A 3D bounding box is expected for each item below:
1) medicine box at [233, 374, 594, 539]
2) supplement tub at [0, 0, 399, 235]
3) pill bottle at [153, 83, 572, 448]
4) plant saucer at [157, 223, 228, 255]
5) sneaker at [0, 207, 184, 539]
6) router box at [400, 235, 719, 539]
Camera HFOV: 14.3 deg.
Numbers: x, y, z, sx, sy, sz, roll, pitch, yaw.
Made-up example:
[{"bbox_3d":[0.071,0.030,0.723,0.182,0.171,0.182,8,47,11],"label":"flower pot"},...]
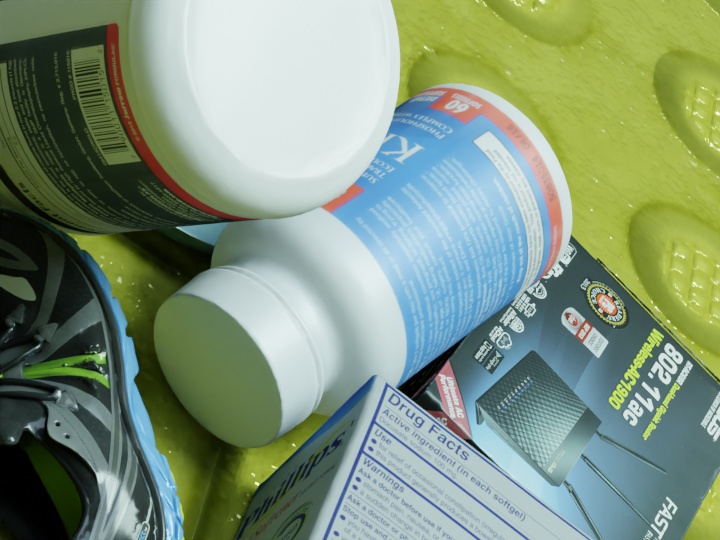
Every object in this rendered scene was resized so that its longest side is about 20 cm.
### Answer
[{"bbox_3d":[0.026,0.180,1.247,0.182,0.103,0.200,38,36,-11],"label":"medicine box"},{"bbox_3d":[-0.093,-0.088,1.258,0.140,0.200,0.141,2,87,-40],"label":"supplement tub"},{"bbox_3d":[0.000,0.000,1.364,0.200,0.112,0.112,-36,83,-37],"label":"pill bottle"},{"bbox_3d":[-0.086,-0.081,1.451,0.200,0.027,0.200,26,41,-25],"label":"plant saucer"},{"bbox_3d":[-0.140,0.055,1.230,0.083,0.071,0.200,3,55,-46],"label":"sneaker"},{"bbox_3d":[0.101,0.083,1.449,0.150,0.062,0.200,45,36,-4],"label":"router box"}]
